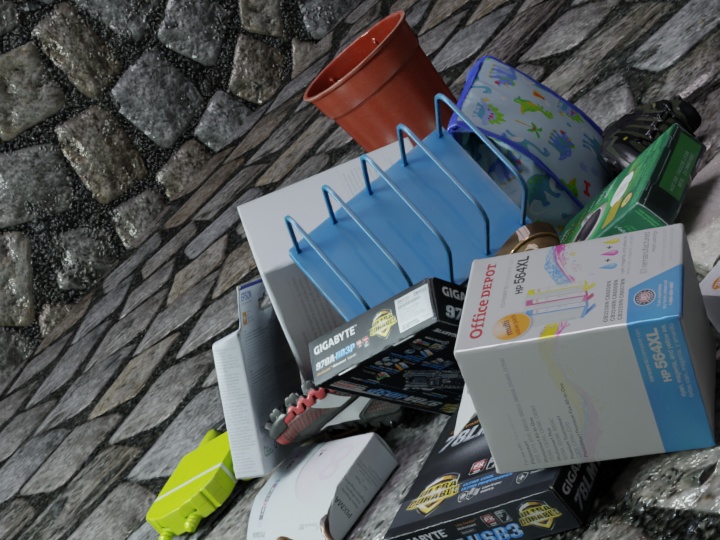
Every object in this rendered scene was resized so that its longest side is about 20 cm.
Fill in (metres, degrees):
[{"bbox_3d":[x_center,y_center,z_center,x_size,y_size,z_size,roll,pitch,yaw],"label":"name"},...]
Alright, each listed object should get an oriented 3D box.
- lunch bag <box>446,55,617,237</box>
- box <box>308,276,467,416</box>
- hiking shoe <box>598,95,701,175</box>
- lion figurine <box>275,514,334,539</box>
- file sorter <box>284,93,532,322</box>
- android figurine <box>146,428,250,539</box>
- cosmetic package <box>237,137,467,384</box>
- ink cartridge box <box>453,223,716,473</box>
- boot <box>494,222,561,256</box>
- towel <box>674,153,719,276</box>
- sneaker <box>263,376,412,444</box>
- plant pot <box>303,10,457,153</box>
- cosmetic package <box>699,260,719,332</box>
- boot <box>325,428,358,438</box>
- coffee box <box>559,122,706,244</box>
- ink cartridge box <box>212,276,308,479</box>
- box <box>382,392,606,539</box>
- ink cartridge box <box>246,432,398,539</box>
[{"bbox_3d":[0.176,-0.122,1.670,0.127,0.200,0.170,-33,18,31],"label":"lunch bag"},{"bbox_3d":[0.078,0.075,1.415,0.159,0.199,0.046,-30,57,38],"label":"box"},{"bbox_3d":[0.310,-0.141,1.629,0.101,0.076,0.200,-40,14,18],"label":"hiking shoe"},{"bbox_3d":[-0.039,0.289,1.325,0.122,0.073,0.200,14,41,30],"label":"lion figurine"},{"bbox_3d":[0.044,-0.048,1.452,0.200,0.139,0.123,-40,-18,-8],"label":"file sorter"},{"bbox_3d":[-0.185,0.251,1.847,0.182,0.041,0.200,-32,18,31],"label":"android figurine"},{"bbox_3d":[0.000,0.000,1.624,0.199,0.200,0.123,-23,42,-4],"label":"cosmetic package"},{"bbox_3d":[0.166,0.064,1.202,0.199,0.126,0.129,-10,31,19],"label":"ink cartridge box"},{"bbox_3d":[0.140,0.050,1.497,0.200,0.073,0.076,-60,41,36],"label":"boot"},{"bbox_3d":[0.333,-0.053,1.415,0.132,0.035,0.200,-43,15,-4],"label":"towel"},{"bbox_3d":[0.000,0.134,1.580,0.200,0.098,0.071,-31,0,2],"label":"sneaker"},{"bbox_3d":[0.051,-0.254,2.340,0.200,0.195,0.201,-38,16,13],"label":"plant pot"},{"bbox_3d":[0.363,-0.033,1.256,0.200,0.051,0.082,-46,15,-16],"label":"cosmetic package"},{"bbox_3d":[0.017,0.094,1.712,0.200,0.077,0.155,-39,17,3],"label":"boot"},{"bbox_3d":[0.246,-0.044,1.486,0.200,0.044,0.123,-48,8,51],"label":"coffee box"},{"bbox_3d":[-0.109,0.107,1.674,0.040,0.201,0.200,-7,3,13],"label":"ink cartridge box"},{"bbox_3d":[0.133,0.155,1.319,0.200,0.050,0.199,-26,23,43],"label":"box"},{"bbox_3d":[-0.068,0.254,1.543,0.200,0.057,0.162,-46,15,-32],"label":"ink cartridge box"}]
